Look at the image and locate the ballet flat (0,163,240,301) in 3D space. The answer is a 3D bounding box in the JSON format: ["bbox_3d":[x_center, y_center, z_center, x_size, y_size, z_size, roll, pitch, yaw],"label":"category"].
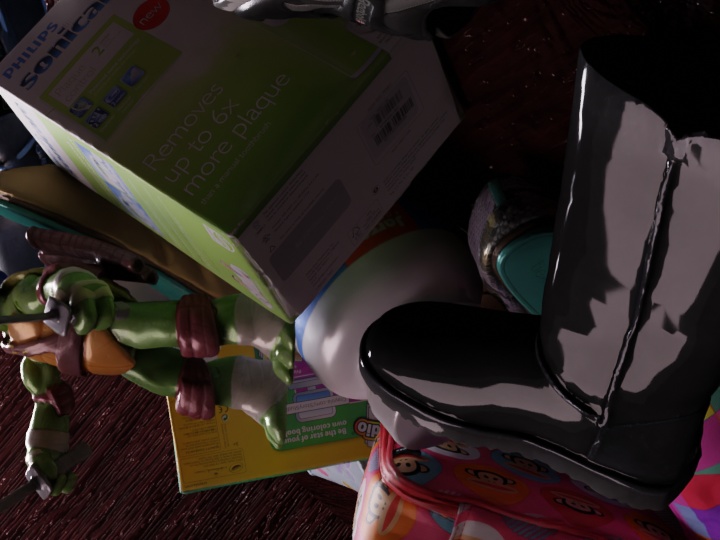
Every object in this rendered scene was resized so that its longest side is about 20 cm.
[{"bbox_3d":[-0.138,-0.030,0.908,0.068,0.064,0.199,11,166,45],"label":"ballet flat"}]

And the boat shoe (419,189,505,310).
[{"bbox_3d":[0.080,0.034,0.937,0.200,0.068,0.072,42,168,-4],"label":"boat shoe"}]

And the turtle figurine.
[{"bbox_3d":[-0.131,0.065,0.787,0.191,0.146,0.200,4,-163,-5],"label":"turtle figurine"}]

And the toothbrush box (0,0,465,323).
[{"bbox_3d":[-0.070,-0.090,0.786,0.199,0.146,0.086,32,164,36],"label":"toothbrush box"}]

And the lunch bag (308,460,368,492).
[{"bbox_3d":[-0.018,0.070,1.208,0.202,0.126,0.169,65,160,-13],"label":"lunch bag"}]

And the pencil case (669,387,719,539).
[{"bbox_3d":[0.170,0.073,0.779,0.088,0.089,0.200,25,161,48],"label":"pencil case"}]

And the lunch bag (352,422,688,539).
[{"bbox_3d":[0.095,0.148,0.884,0.198,0.083,0.176,19,-169,-3],"label":"lunch bag"}]

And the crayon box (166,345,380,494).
[{"bbox_3d":[-0.030,0.069,1.002,0.058,0.197,0.120,110,150,-87],"label":"crayon box"}]

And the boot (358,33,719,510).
[{"bbox_3d":[0.082,-0.005,0.622,0.163,0.066,0.201,19,138,13],"label":"boot"}]

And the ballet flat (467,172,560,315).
[{"bbox_3d":[0.111,0.014,0.826,0.072,0.072,0.201,29,162,41],"label":"ballet flat"}]

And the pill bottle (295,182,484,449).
[{"bbox_3d":[0.000,0.000,0.860,0.200,0.112,0.112,50,174,33],"label":"pill bottle"}]

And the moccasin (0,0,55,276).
[{"bbox_3d":[-0.224,-0.084,0.928,0.068,0.080,0.203,-9,-93,-71],"label":"moccasin"}]

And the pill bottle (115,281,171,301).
[{"bbox_3d":[-0.211,-0.048,1.022,0.199,0.114,0.114,37,167,17],"label":"pill bottle"}]

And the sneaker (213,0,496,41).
[{"bbox_3d":[0.001,-0.123,0.644,0.087,0.076,0.200,38,169,-16],"label":"sneaker"}]
